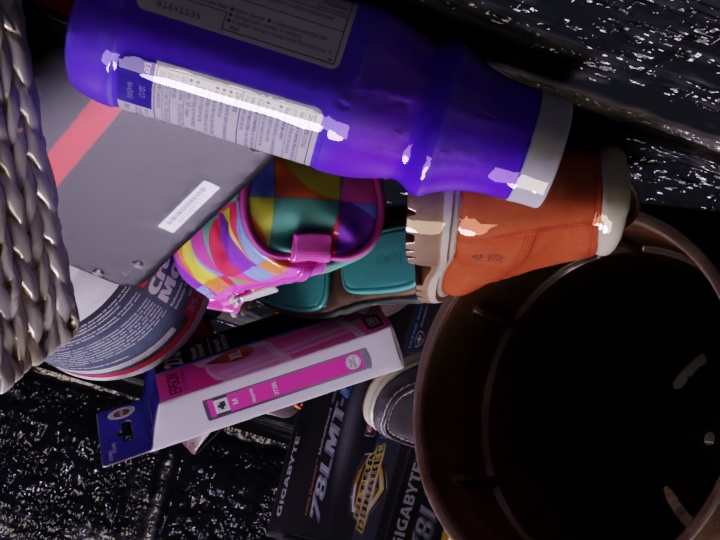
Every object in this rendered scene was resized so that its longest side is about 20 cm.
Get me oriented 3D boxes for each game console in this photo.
[{"bbox_3d":[-0.144,-0.069,0.823,0.177,0.031,0.200,23,146,-22],"label":"game console"}]

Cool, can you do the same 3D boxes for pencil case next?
[{"bbox_3d":[-0.051,-0.026,0.953,0.088,0.089,0.200,19,168,-13],"label":"pencil case"}]

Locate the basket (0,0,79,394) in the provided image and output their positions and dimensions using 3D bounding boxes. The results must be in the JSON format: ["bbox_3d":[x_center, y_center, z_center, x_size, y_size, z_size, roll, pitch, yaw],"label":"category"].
[{"bbox_3d":[-0.244,-0.034,0.725,0.198,0.200,0.161,18,-144,36],"label":"basket"}]

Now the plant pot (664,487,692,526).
[{"bbox_3d":[0.170,0.129,1.267,0.201,0.201,0.093,10,128,33],"label":"plant pot"}]

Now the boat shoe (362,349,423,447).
[{"bbox_3d":[0.098,0.097,1.122,0.200,0.072,0.065,10,-157,-31],"label":"boat shoe"}]

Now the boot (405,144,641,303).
[{"bbox_3d":[0.077,-0.023,0.815,0.107,0.075,0.200,0,176,3],"label":"boot"}]

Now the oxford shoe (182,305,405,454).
[{"bbox_3d":[-0.045,0.061,1.187,0.200,0.073,0.071,-26,172,7],"label":"oxford shoe"}]

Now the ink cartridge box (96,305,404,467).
[{"bbox_3d":[-0.077,0.066,1.100,0.200,0.037,0.095,-20,-161,-5],"label":"ink cartridge box"}]

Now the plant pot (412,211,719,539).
[{"bbox_3d":[0.167,0.081,0.930,0.200,0.201,0.198,7,174,42],"label":"plant pot"}]

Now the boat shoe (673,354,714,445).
[{"bbox_3d":[0.213,0.084,1.166,0.063,0.071,0.200,10,172,46],"label":"boat shoe"}]

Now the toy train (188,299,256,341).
[{"bbox_3d":[-0.133,-0.012,1.201,0.116,0.085,0.200,36,162,-13],"label":"toy train"}]

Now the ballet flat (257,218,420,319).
[{"bbox_3d":[0.000,0.000,1.067,0.068,0.068,0.200,9,177,-42],"label":"ballet flat"}]

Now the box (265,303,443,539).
[{"bbox_3d":[0.012,0.109,1.234,0.050,0.200,0.198,20,170,-26],"label":"box"}]

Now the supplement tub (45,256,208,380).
[{"bbox_3d":[-0.182,-0.017,1.039,0.140,0.141,0.200,13,169,17],"label":"supplement tub"}]

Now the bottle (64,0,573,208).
[{"bbox_3d":[-0.016,-0.076,0.686,0.200,0.065,0.084,17,168,-2],"label":"bottle"}]

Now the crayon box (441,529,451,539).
[{"bbox_3d":[0.071,0.127,1.231,0.052,0.200,0.126,21,169,-24],"label":"crayon box"}]
